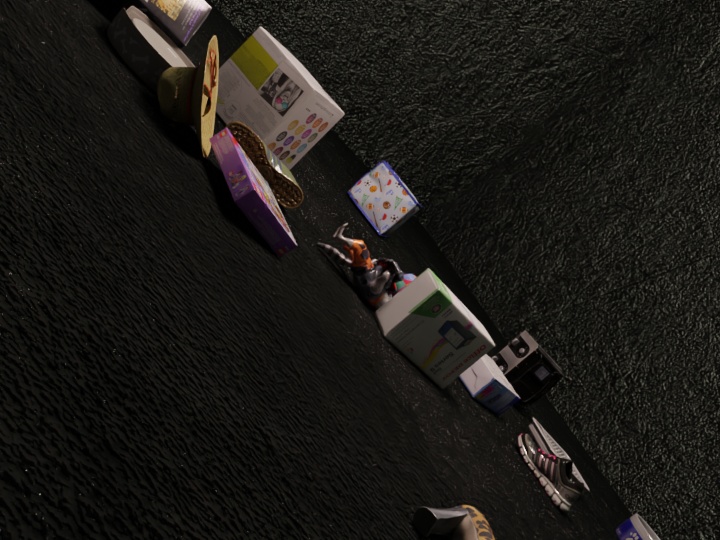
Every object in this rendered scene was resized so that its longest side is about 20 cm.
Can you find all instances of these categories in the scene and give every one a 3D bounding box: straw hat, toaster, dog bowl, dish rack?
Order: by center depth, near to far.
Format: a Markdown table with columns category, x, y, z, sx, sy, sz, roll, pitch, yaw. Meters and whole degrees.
| category | x | y | z | sx | sy | sz | roll | pitch | yaw |
| --- | --- | --- | --- | --- | --- | --- | --- | --- | --- |
| straw hat | -0.287 | -0.287 | 1.209 | 0.085 | 0.202 | 0.201 | 6 | 19 | -6 |
| dog bowl | -0.363 | -0.377 | 1.312 | 0.200 | 0.059 | 0.200 | 49 | 10 | -11 |
| dish rack | 0.532 | 0.510 | 2.015 | 0.200 | 0.044 | 0.172 | 46 | 10 | -22 |
| dog bowl | 0.824 | 0.803 | 2.111 | 0.200 | 0.079 | 0.200 | 48 | 10 | -12 |
| toaster | 0.491 | 0.302 | 2.210 | 0.200 | 0.181 | 0.119 | 43 | 10 | -31 |

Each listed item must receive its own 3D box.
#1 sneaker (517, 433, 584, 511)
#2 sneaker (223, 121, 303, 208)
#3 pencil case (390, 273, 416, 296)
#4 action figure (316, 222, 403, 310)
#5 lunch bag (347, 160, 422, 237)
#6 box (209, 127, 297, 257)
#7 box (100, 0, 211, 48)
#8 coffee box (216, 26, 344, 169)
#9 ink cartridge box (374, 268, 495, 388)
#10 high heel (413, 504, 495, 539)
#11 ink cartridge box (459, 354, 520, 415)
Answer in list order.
| category | x | y | z | sx | sy | sz | roll | pitch | yaw |
| --- | --- | --- | --- | --- | --- | --- | --- | --- | --- |
| sneaker | 0.443 | 0.450 | 1.706 | 0.074 | 0.087 | 0.200 | 38 | 15 | -50 |
| sneaker | -0.191 | -0.203 | 1.430 | 0.200 | 0.067 | 0.090 | 48 | 2 | -14 |
| pencil case | 0.145 | 0.098 | 1.722 | 0.088 | 0.088 | 0.200 | 36 | 16 | -53 |
| action figure | 0.000 | 0.000 | 1.514 | 0.194 | 0.104 | 0.200 | 56 | -16 | -3 |
| lunch bag | 0.076 | -0.235 | 2.409 | 0.200 | 0.170 | 0.124 | 51 | 7 | 11 |
| box | -0.176 | -0.129 | 1.201 | 0.137 | 0.039 | 0.200 | 56 | 3 | -43 |
| box | -0.406 | -0.525 | 1.404 | 0.122 | 0.106 | 0.200 | 5 | -30 | 48 |
| coffee box | -0.192 | -0.368 | 1.628 | 0.200 | 0.198 | 0.200 | 50 | 11 | 14 |
| ink cartridge box | 0.149 | 0.119 | 1.471 | 0.200 | 0.145 | 0.088 | 44 | 12 | -31 |
| high heel | 0.159 | 0.349 | 0.850 | 0.142 | 0.071 | 0.200 | 27 | 15 | -51 |
| ink cartridge box | 0.312 | 0.271 | 1.832 | 0.200 | 0.076 | 0.137 | 36 | 17 | -48 |
